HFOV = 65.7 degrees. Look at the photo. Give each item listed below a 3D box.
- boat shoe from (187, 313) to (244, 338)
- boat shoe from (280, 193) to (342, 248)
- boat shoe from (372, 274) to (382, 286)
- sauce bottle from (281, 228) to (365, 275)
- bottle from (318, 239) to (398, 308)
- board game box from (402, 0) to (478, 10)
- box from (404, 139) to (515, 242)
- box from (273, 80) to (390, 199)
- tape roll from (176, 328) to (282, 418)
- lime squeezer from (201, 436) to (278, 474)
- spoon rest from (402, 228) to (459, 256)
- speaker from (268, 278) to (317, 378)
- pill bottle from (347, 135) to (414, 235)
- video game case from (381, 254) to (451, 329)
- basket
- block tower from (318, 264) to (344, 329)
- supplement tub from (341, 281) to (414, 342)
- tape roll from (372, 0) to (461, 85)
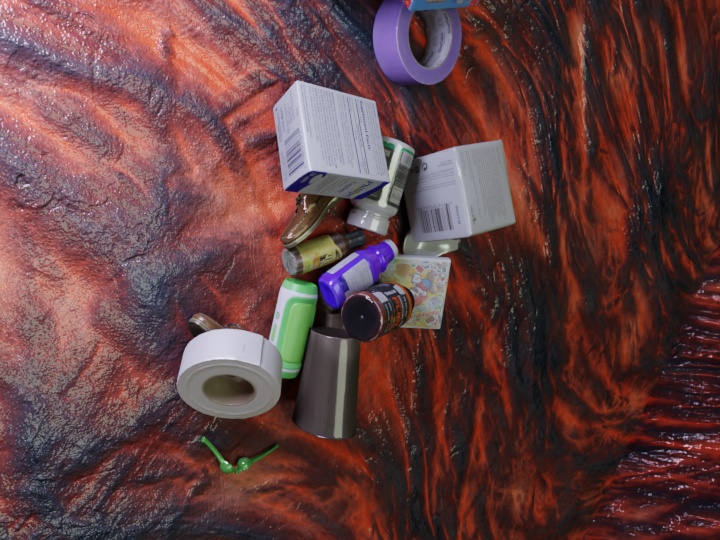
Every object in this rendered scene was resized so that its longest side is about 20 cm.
[{"bbox_3d":[-0.270,0.139,1.131,0.069,0.071,0.201,-62,139,-29],"label":"boat shoe"},{"bbox_3d":[-0.109,-0.136,1.170,0.201,0.071,0.068,-52,122,-25],"label":"boat shoe"},{"bbox_3d":[0.001,0.074,1.311,0.071,0.075,0.204,-7,107,-52],"label":"boat shoe"},{"bbox_3d":[-0.075,-0.047,1.228,0.198,0.064,0.066,-22,116,-31],"label":"sauce bottle"},{"bbox_3d":[0.000,0.000,1.233,0.199,0.065,0.085,-37,126,-27],"label":"bottle"},{"bbox_3d":[0.134,-0.631,1.150,0.198,0.056,0.198,-21,71,-33],"label":"board game box"},{"bbox_3d":[0.228,-0.184,1.318,0.169,0.197,0.204,-14,97,-35],"label":"box"},{"bbox_3d":[-0.057,-0.250,1.108,0.197,0.104,0.188,1,73,-38],"label":"box"},{"bbox_3d":[-0.250,0.204,1.083,0.198,0.072,0.205,-1,134,-1],"label":"tape roll"},{"bbox_3d":[-0.271,0.413,1.235,0.198,0.037,0.072,21,59,-40],"label":"lime squeezer"},{"bbox_3d":[0.186,-0.069,1.434,0.197,0.060,0.102,-7,107,-38],"label":"spoon rest"},{"bbox_3d":[-0.150,0.124,1.206,0.087,0.088,0.204,9,98,-39],"label":"speaker"},{"bbox_3d":[0.042,-0.189,1.248,0.112,0.112,0.204,15,93,-40],"label":"pill bottle"},{"bbox_3d":[0.113,0.053,1.366,0.196,0.023,0.186,3,109,-9],"label":"video game case"},{"bbox_3d":[-0.067,0.234,1.212,0.134,0.180,0.205,6,94,-27],"label":"basket"},{"bbox_3d":[-0.061,0.092,1.288,0.053,0.057,0.204,-8,106,-36],"label":"block tower"},{"bbox_3d":[0.048,0.084,1.224,0.199,0.105,0.109,-17,115,-59],"label":"supplement tub"},{"bbox_3d":[0.128,-0.519,1.239,0.197,0.084,0.204,-13,112,-35],"label":"tape roll"}]
